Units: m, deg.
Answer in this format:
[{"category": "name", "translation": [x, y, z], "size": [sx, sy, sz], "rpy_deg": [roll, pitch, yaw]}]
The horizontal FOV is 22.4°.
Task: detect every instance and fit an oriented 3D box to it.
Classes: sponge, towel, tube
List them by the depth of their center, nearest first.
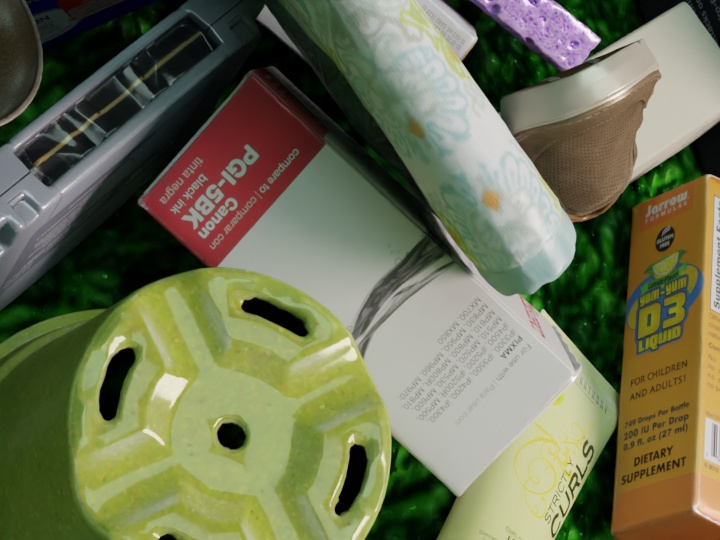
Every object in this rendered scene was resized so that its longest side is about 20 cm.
[{"category": "towel", "translation": [0.015, -0.082, 0.810], "size": [0.048, 0.200, 0.172], "rpy_deg": [-39, 107, 0]}, {"category": "tube", "translation": [0.080, 0.113, 0.924], "size": [0.051, 0.058, 0.201], "rpy_deg": [16, 49, 20]}, {"category": "sponge", "translation": [0.032, -0.184, 0.964], "size": [0.199, 0.112, 0.030], "rpy_deg": [35, 100, -27]}]

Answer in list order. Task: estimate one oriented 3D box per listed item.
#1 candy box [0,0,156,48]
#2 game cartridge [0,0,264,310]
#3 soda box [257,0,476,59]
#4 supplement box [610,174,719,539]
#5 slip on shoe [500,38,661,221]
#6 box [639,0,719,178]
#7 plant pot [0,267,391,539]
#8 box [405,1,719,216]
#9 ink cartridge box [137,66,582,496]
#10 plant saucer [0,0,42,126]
[{"category": "candy box", "translation": [-0.171, -0.215, 0.881], "size": [0.168, 0.077, 0.202], "rpy_deg": [-22, 77, 4]}, {"category": "game cartridge", "translation": [-0.130, -0.045, 0.834], "size": [0.040, 0.134, 0.200], "rpy_deg": [41, 50, 3]}, {"category": "soda box", "translation": [-0.034, -0.163, 0.959], "size": [0.200, 0.064, 0.068], "rpy_deg": [39, 101, -6]}, {"category": "supplement box", "translation": [0.183, 0.053, 0.986], "size": [0.068, 0.066, 0.202], "rpy_deg": [26, 57, -29]}, {"category": "slip on shoe", "translation": [0.103, -0.058, 0.840], "size": [0.075, 0.200, 0.061], "rpy_deg": [-23, 87, -3]}, {"category": "box", "translation": [0.270, -0.168, 1.054], "size": [0.117, 0.200, 0.198], "rpy_deg": [-10, 73, -29]}, {"category": "plant pot", "translation": [-0.079, 0.087, 0.760], "size": [0.198, 0.184, 0.202], "rpy_deg": [7, 69, -19]}, {"category": "box", "translation": [0.119, -0.069, 1.006], "size": [0.199, 0.082, 0.069], "rpy_deg": [-32, 84, -32]}, {"category": "ink cartridge box", "translation": [0.000, 0.000, 0.867], "size": [0.200, 0.147, 0.083], "rpy_deg": [43, 95, -4]}, {"category": "plant saucer", "translation": [-0.226, -0.118, 0.749], "size": [0.199, 0.032, 0.201], "rpy_deg": [30, 31, -20]}]
